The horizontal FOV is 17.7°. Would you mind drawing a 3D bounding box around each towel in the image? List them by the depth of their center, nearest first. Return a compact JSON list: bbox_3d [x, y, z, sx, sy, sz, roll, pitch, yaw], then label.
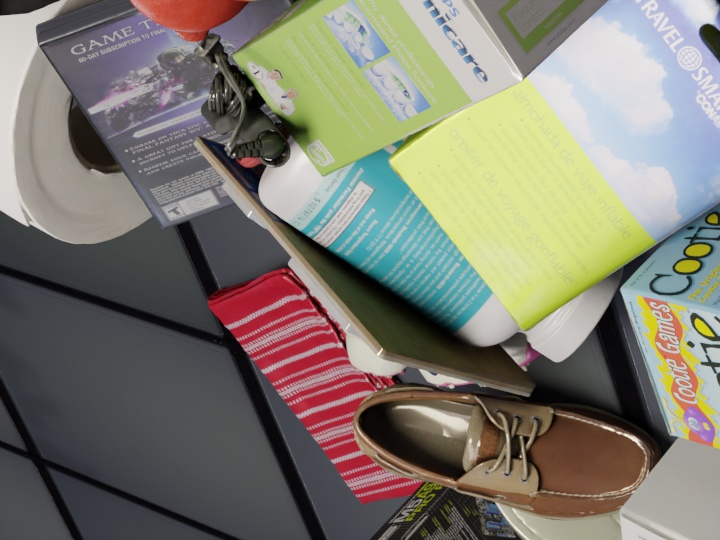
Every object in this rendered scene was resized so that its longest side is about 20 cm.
[{"bbox_3d":[-0.021,0.084,1.647,0.201,0.022,0.144,53,151,-11],"label":"towel"}]

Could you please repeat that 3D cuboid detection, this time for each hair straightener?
[{"bbox_3d":[-0.073,-0.088,1.248,0.077,0.041,0.200,53,-176,-8],"label":"hair straightener"}]

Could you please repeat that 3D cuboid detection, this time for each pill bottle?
[{"bbox_3d":[0.049,-0.031,1.307,0.199,0.111,0.111,35,151,-7],"label":"pill bottle"}]

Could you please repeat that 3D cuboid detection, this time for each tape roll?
[{"bbox_3d":[-0.163,-0.120,1.406,0.071,0.202,0.203,28,145,30],"label":"tape roll"}]

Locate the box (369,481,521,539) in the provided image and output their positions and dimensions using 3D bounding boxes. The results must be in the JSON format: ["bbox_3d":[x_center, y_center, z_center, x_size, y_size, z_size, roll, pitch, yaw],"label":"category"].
[{"bbox_3d":[0.097,0.227,1.527,0.201,0.160,0.044,53,148,-13],"label":"box"}]

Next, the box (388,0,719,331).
[{"bbox_3d":[0.125,-0.069,1.184,0.200,0.048,0.122,-35,99,31],"label":"box"}]

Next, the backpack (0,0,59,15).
[{"bbox_3d":[-0.165,-0.249,1.239,0.127,0.166,0.201,52,155,38],"label":"backpack"}]

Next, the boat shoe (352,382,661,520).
[{"bbox_3d":[0.086,0.112,1.432,0.198,0.076,0.072,5,175,18],"label":"boat shoe"}]

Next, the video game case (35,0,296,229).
[{"bbox_3d":[-0.088,-0.104,1.362,0.200,0.142,0.019,61,-168,-54],"label":"video game case"}]

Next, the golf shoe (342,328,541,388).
[{"bbox_3d":[0.045,0.020,1.437,0.199,0.075,0.092,0,123,51],"label":"golf shoe"}]

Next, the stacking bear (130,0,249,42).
[{"bbox_3d":[-0.053,-0.187,1.167,0.122,0.114,0.200,49,140,-7],"label":"stacking bear"}]

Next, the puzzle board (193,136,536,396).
[{"bbox_3d":[0.000,0.000,1.346,0.150,0.017,0.200,16,-154,-50],"label":"puzzle board"}]

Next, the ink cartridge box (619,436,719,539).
[{"bbox_3d":[0.223,0.169,1.308,0.085,0.146,0.201,22,143,33],"label":"ink cartridge box"}]

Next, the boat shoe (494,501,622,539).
[{"bbox_3d":[0.143,0.169,1.485,0.202,0.072,0.060,47,168,17],"label":"boat shoe"}]

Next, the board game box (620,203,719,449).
[{"bbox_3d":[0.248,0.036,1.159,0.199,0.105,0.104,15,138,44],"label":"board game box"}]

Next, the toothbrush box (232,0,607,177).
[{"bbox_3d":[0.048,-0.141,1.165,0.086,0.146,0.200,52,149,-8],"label":"toothbrush box"}]
